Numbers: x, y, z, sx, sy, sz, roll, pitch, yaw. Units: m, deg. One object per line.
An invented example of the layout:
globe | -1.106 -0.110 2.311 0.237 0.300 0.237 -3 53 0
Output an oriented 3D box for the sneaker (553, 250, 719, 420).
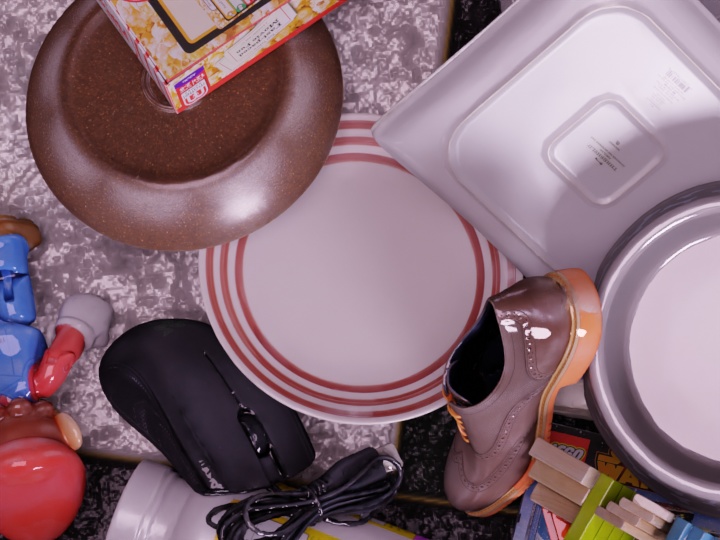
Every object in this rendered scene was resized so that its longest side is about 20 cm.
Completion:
sneaker | 0.192 0.034 1.657 0.199 0.077 0.112 0 81 15

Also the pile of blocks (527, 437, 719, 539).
pile of blocks | 0.173 0.171 1.570 0.200 0.082 0.062 29 88 19

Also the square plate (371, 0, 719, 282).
square plate | 0.143 -0.077 1.622 0.198 0.028 0.200 -40 113 19

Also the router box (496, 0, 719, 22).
router box | 0.156 -0.177 1.670 0.149 0.062 0.201 -17 87 5

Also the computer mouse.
computer mouse | -0.077 0.084 1.656 0.200 0.138 0.053 40 133 30

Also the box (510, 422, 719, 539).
box | 0.188 0.177 1.638 0.199 0.040 0.137 14 58 7

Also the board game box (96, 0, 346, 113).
board game box | -0.073 -0.214 1.673 0.200 0.046 0.152 -34 71 -6

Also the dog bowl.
dog bowl | 0.220 0.045 1.582 0.199 0.059 0.201 -1 88 12

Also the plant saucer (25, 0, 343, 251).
plant saucer | -0.111 -0.111 1.685 0.200 0.037 0.201 -2 71 5

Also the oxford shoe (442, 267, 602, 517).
oxford shoe | 0.074 0.073 1.609 0.073 0.200 0.071 -6 48 -26

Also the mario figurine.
mario figurine | -0.219 0.074 1.717 0.123 0.106 0.201 -26 72 41

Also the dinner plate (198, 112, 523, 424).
dinner plate | 0.000 0.000 1.682 0.199 0.024 0.201 2 70 -4

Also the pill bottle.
pill bottle | -0.052 0.183 1.666 0.199 0.104 0.105 21 91 7
